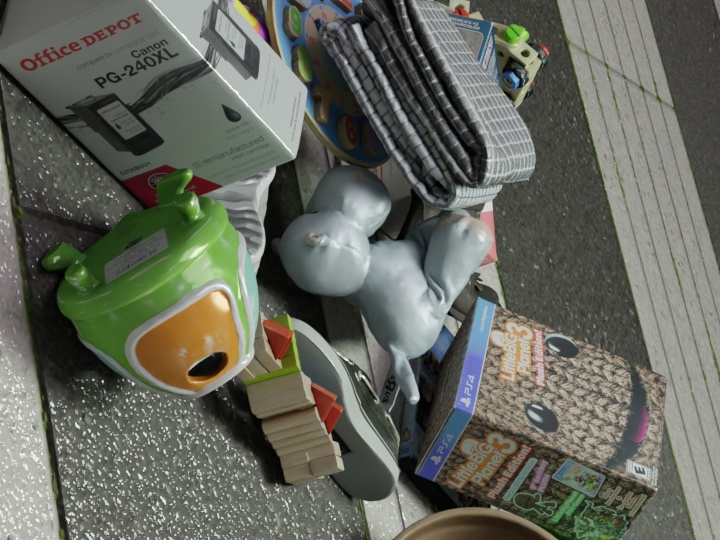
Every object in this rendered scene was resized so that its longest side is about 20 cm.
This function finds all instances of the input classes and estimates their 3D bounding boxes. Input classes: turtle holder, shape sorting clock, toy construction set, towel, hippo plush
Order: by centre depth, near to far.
[{"bbox_3d":[-0.148,0.019,1.271,0.141,0.185,0.132,-42,111,-27],"label":"turtle holder"},{"bbox_3d":[0.068,-0.154,1.539,0.200,0.086,0.166,60,21,4],"label":"towel"},{"bbox_3d":[0.000,0.000,1.549,0.161,0.159,0.200,31,73,-11],"label":"hippo plush"},{"bbox_3d":[-0.019,-0.187,1.570,0.200,0.039,0.200,41,36,-39],"label":"shape sorting clock"},{"bbox_3d":[0.123,-0.226,1.863,0.131,0.092,0.200,42,-9,10],"label":"toy construction set"}]

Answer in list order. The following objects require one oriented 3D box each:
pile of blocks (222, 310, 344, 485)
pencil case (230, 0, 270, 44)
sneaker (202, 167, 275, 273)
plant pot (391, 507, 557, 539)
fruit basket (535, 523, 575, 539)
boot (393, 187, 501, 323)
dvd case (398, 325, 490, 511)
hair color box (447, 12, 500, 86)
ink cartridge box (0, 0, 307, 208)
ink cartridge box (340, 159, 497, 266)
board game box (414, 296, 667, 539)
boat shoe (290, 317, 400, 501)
[{"bbox_3d":[-0.053,0.090,1.397,0.082,0.062,0.200,-96,168,-49],"label":"pile of blocks"},{"bbox_3d":[-0.158,-0.239,1.468,0.200,0.088,0.088,48,34,-35],"label":"pencil case"},{"bbox_3d":[-0.115,-0.040,1.440,0.075,0.082,0.200,12,34,-6],"label":"sneaker"},{"bbox_3d":[0.093,0.308,1.484,0.093,0.201,0.201,107,-22,-63],"label":"plant pot"},{"bbox_3d":[0.179,0.351,1.598,0.155,0.216,0.216,-6,77,-62],"label":"fruit basket"},{"bbox_3d":[0.101,-0.042,1.700,0.200,0.069,0.174,14,102,-51],"label":"boot"},{"bbox_3d":[0.088,0.149,1.710,0.143,0.018,0.200,50,32,-34],"label":"dvd case"},{"bbox_3d":[0.084,-0.188,1.761,0.200,0.100,0.061,69,37,-68],"label":"hair color box"},{"bbox_3d":[-0.158,-0.151,1.335,0.200,0.145,0.083,46,38,-38],"label":"ink cartridge box"},{"bbox_3d":[0.058,-0.089,1.769,0.200,0.067,0.117,36,42,-47],"label":"ink cartridge box"},{"bbox_3d":[0.169,0.142,1.630,0.200,0.097,0.159,22,39,-5],"label":"board game box"},{"bbox_3d":[-0.025,0.107,1.488,0.200,0.071,0.064,61,28,-32],"label":"boat shoe"}]
